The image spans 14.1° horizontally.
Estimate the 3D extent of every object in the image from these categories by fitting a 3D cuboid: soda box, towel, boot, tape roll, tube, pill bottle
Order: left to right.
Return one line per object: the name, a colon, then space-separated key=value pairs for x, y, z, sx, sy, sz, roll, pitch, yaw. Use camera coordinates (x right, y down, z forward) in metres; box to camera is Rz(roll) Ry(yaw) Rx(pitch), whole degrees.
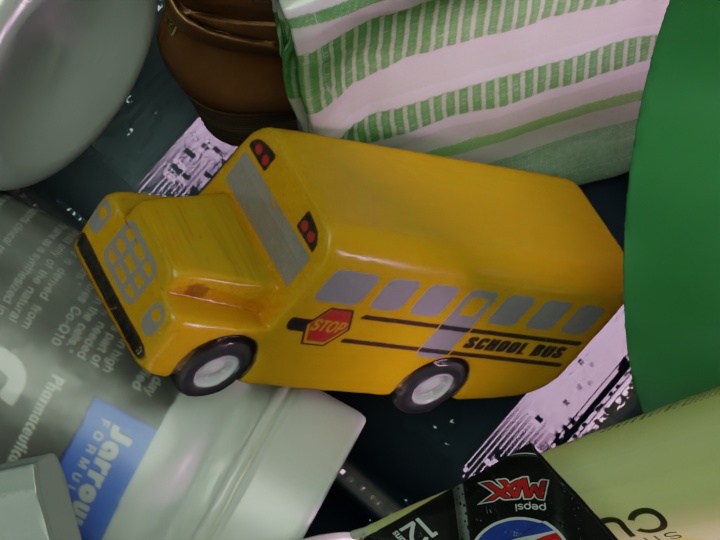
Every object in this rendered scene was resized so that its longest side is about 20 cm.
pill bottle: x=-0.178 y=-0.118 z=1.054 sx=0.200 sy=0.109 sz=0.109 roll=32 pitch=82 yaw=25
pill bottle: x=-0.107 y=0.047 z=1.051 sx=0.200 sy=0.114 sz=0.114 roll=28 pitch=83 yaw=3
boot: x=0.024 y=-0.107 z=1.051 sx=0.200 sy=0.155 sz=0.077 roll=-8 pitch=73 yaw=-1
soda box: x=0.039 y=0.148 z=0.944 sx=0.071 sy=0.200 sz=0.063 roll=-28 pitch=58 yaw=-24
towel: x=0.047 y=-0.069 z=1.029 sx=0.152 sy=0.200 sz=0.023 roll=-17 pitch=65 yaw=-2
tube: x=0.097 y=0.072 z=0.950 sx=0.200 sy=0.052 sz=0.058 roll=-20 pitch=110 yaw=37
tape roll: x=0.149 y=-0.030 z=1.024 sx=0.048 sy=0.200 sz=0.201 roll=8 pitch=82 yaw=24

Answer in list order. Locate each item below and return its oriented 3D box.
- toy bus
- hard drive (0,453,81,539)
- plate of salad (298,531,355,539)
toy bus: x=0.000 y=0.000 z=1.024 sx=0.078 sy=0.200 sz=0.065 roll=-49 pitch=54 yaw=29
hard drive: x=-0.177 y=0.144 z=0.969 sx=0.200 sy=0.026 sz=0.132 roll=-13 pitch=96 yaw=18
plate of salad: x=-0.027 y=0.184 z=1.033 sx=0.200 sy=0.048 sz=0.200 roll=-12 pitch=112 yaw=-32
